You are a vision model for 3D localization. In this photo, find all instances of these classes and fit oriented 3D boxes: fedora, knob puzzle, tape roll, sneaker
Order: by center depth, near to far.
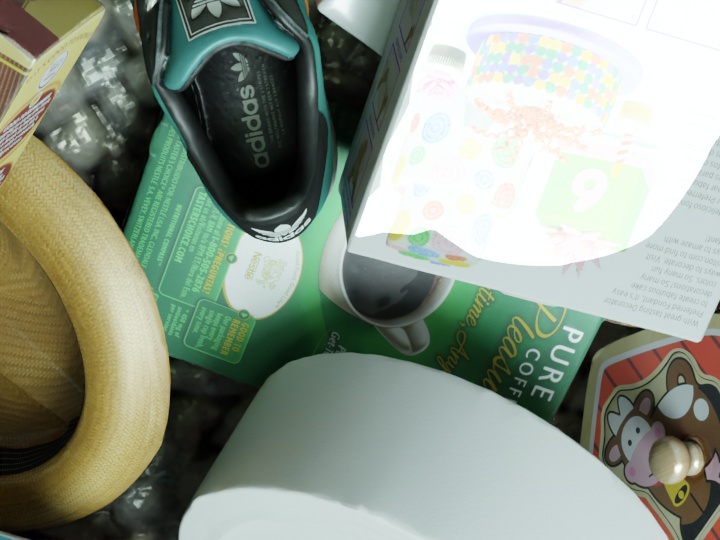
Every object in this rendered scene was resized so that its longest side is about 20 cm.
[{"bbox_3d":[-0.052,-0.108,0.716,0.071,0.080,0.202,-19,99,0],"label":"sneaker"},{"bbox_3d":[-0.154,0.005,0.776,0.199,0.082,0.202,8,117,17],"label":"fedora"},{"bbox_3d":[0.028,0.126,0.799,0.201,0.071,0.203,22,147,15],"label":"tape roll"},{"bbox_3d":[0.142,0.107,0.819,0.030,0.220,0.221,-1,123,-33],"label":"knob puzzle"}]

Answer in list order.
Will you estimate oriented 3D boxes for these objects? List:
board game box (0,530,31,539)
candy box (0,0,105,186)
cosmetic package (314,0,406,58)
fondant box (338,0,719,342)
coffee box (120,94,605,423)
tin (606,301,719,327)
[{"bbox_3d":[-0.144,0.139,0.795,0.150,0.047,0.200,13,164,21],"label":"board game box"},{"bbox_3d":[-0.185,-0.045,0.680,0.116,0.057,0.200,38,124,0],"label":"candy box"},{"bbox_3d":[0.078,-0.158,0.741,0.101,0.071,0.200,33,109,-24],"label":"cosmetic package"},{"bbox_3d":[0.089,-0.086,0.705,0.143,0.058,0.201,14,114,-13],"label":"fondant box"},{"bbox_3d":[0.000,0.000,0.816,0.198,0.044,0.124,20,117,-5],"label":"coffee box"},{"bbox_3d":[0.143,-0.069,0.826,0.111,0.042,0.201,15,117,-13],"label":"tin"}]
